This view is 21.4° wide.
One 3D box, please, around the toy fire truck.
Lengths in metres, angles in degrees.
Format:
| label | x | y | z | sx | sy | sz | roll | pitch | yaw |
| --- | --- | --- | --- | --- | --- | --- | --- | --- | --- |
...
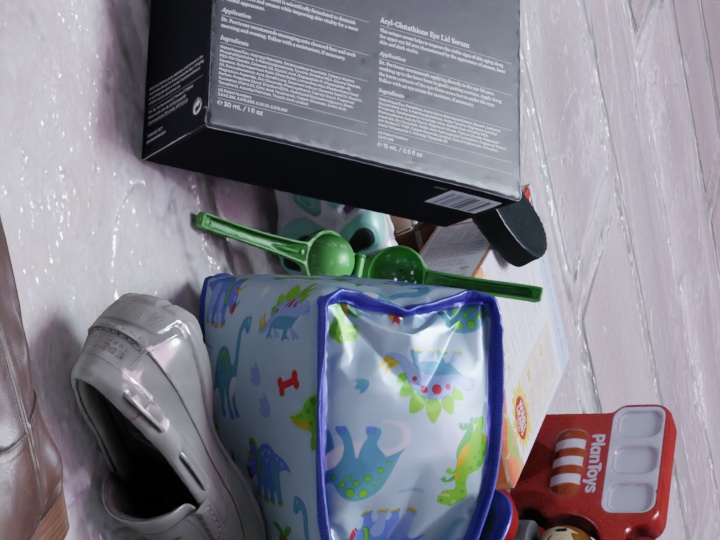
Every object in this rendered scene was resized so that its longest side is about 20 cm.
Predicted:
| label | x | y | z | sx | sy | sz | roll | pitch | yaw |
| --- | --- | --- | --- | --- | --- | --- | --- | --- | --- |
| toy fire truck | 0.150 | 0.184 | 1.435 | 0.200 | 0.168 | 0.112 | -75 | 152 | -43 |

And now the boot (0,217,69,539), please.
| label | x | y | z | sx | sy | sz | roll | pitch | yaw |
| --- | --- | --- | --- | --- | --- | --- | --- | --- | --- |
| boot | -0.170 | 0.042 | 0.728 | 0.186 | 0.064 | 0.200 | -76 | 160 | -71 |

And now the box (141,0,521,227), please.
| label | x | y | z | sx | sy | sz | roll | pitch | yaw |
| --- | --- | --- | --- | --- | --- | --- | --- | --- | --- |
| box | -0.012 | -0.114 | 1.039 | 0.200 | 0.079 | 0.141 | 12 | 73 | -31 |

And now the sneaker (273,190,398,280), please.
| label | x | y | z | sx | sy | sz | roll | pitch | yaw |
| --- | --- | --- | --- | --- | --- | --- | --- | --- | --- |
| sneaker | -0.014 | -0.080 | 1.170 | 0.140 | 0.078 | 0.200 | -72 | 151 | -45 |

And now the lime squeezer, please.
| label | x | y | z | sx | sy | sz | roll | pitch | yaw |
| --- | --- | --- | --- | --- | --- | --- | --- | --- | --- |
| lime squeezer | 0.000 | 0.000 | 1.097 | 0.071 | 0.200 | 0.038 | -119 | -137 | -79 |

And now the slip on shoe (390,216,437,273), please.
| label | x | y | z | sx | sy | sz | roll | pitch | yaw |
| --- | --- | --- | --- | --- | --- | --- | --- | --- | --- |
| slip on shoe | 0.022 | 0.038 | 1.279 | 0.061 | 0.076 | 0.200 | 150 | -70 | -66 |

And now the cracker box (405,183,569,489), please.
| label | x | y | z | sx | sy | sz | roll | pitch | yaw |
| --- | --- | --- | --- | --- | --- | --- | --- | --- | --- |
| cracker box | 0.081 | 0.040 | 1.233 | 0.200 | 0.058 | 0.134 | -52 | 131 | -63 |

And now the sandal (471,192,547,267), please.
| label | x | y | z | sx | sy | sz | roll | pitch | yaw |
| --- | --- | --- | --- | --- | --- | --- | --- | --- | --- |
| sandal | 0.061 | -0.091 | 1.170 | 0.200 | 0.048 | 0.075 | 49 | 27 | -21 |

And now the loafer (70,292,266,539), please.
| label | x | y | z | sx | sy | sz | roll | pitch | yaw |
| --- | --- | --- | --- | --- | --- | --- | --- | --- | --- |
| loafer | -0.097 | 0.103 | 0.929 | 0.070 | 0.070 | 0.200 | -47 | 135 | -38 |

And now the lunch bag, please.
| label | x | y | z | sx | sy | sz | roll | pitch | yaw |
| --- | --- | --- | --- | --- | --- | --- | --- | --- | --- |
| lunch bag | -0.007 | 0.104 | 0.992 | 0.170 | 0.127 | 0.200 | -175 | -92 | -66 |
